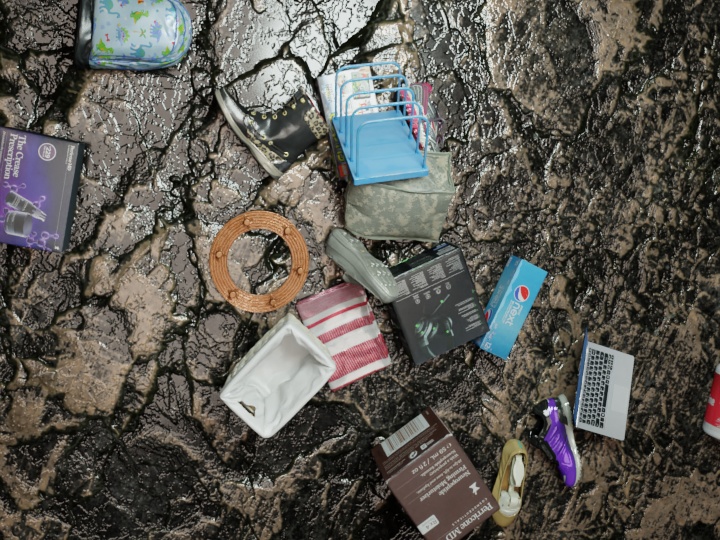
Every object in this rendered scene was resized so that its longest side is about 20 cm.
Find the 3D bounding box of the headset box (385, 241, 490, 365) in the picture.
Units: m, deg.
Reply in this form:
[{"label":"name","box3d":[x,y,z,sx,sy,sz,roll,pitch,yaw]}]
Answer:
[{"label":"headset box","box3d":[0.148,0.071,1.589,0.172,0.093,0.203,-24,103,-6]}]

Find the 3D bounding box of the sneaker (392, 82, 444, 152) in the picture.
[{"label":"sneaker","box3d":[0.134,-0.268,1.540,0.074,0.081,0.203,-24,104,-13]}]

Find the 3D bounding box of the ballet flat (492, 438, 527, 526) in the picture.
[{"label":"ballet flat","box3d":[0.324,0.469,1.701,0.067,0.063,0.204,3,99,-11]}]

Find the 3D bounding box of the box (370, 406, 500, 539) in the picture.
[{"label":"box","box3d":[0.149,0.425,1.608,0.165,0.164,0.201,-35,104,-3]}]

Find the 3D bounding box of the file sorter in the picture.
[{"label":"file sorter","box3d":[0.033,-0.268,1.405,0.136,0.202,0.124,-9,134,-10]}]

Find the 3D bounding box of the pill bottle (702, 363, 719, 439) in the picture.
[{"label":"pill bottle","box3d":[0.836,0.274,1.742,0.110,0.112,0.204,9,97,-12]}]

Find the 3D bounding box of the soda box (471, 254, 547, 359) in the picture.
[{"label":"soda box","box3d":[0.308,0.076,1.635,0.067,0.064,0.203,24,94,-14]}]

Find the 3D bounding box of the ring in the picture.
[{"label":"ring","box3d":[-0.198,-0.016,1.548,0.197,0.019,0.204,-2,99,-11]}]

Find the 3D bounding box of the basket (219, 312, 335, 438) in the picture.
[{"label":"basket","box3d":[-0.160,0.197,1.527,0.135,0.123,0.200,44,94,-13]}]

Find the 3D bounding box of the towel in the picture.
[{"label":"towel","box3d":[-0.032,0.131,1.601,0.142,0.023,0.203,-23,102,-6]}]

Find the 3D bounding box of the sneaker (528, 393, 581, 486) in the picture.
[{"label":"sneaker","box3d":[0.414,0.374,1.705,0.098,0.070,0.204,-12,96,-3]}]

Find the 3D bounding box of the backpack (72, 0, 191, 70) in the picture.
[{"label":"backpack","box3d":[-0.398,-0.429,1.393,0.197,0.153,0.166,7,91,-24]}]

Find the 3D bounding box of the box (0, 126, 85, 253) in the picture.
[{"label":"box","box3d":[-0.589,-0.146,1.424,0.139,0.079,0.204,10,97,-15]}]

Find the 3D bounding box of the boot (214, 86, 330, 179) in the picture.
[{"label":"boot","box3d":[-0.163,-0.290,1.471,0.150,0.073,0.201,-35,107,8]}]

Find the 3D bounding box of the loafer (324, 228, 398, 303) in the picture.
[{"label":"loafer","box3d":[0.000,0.000,1.518,0.069,0.200,0.070,4,125,-46]}]

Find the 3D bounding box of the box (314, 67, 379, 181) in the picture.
[{"label":"box","box3d":[-0.015,-0.287,1.531,0.108,0.035,0.204,-13,101,-8]}]

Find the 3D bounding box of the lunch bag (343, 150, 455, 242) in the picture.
[{"label":"lunch bag","box3d":[0.065,-0.142,1.492,0.196,0.165,0.119,2,57,-6]}]

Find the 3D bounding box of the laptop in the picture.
[{"label":"laptop","box3d":[0.511,0.239,1.644,0.197,0.116,0.190,18,74,-13]}]
